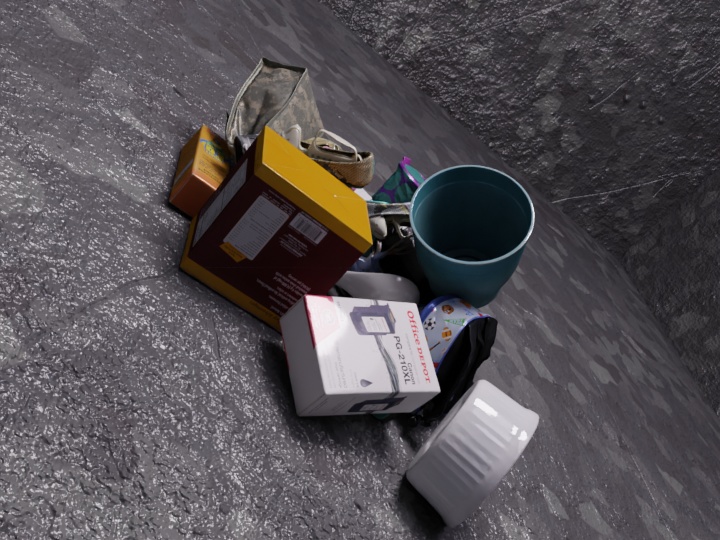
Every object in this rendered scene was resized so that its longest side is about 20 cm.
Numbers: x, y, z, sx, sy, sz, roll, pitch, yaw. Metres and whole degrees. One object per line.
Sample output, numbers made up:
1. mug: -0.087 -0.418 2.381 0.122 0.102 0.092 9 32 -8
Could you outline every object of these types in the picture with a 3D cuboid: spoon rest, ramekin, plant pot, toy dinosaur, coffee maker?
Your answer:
1. spoon rest: 0.000 0.035 1.259 0.197 0.100 0.061 8 46 -11
2. ramekin: 0.152 0.252 1.092 0.097 0.201 0.200 39 21 9
3. plant pot: 0.179 -0.037 1.297 0.189 0.198 0.201 86 -22 -55
4. toy dinosaur: 0.000 0.000 1.322 0.182 0.199 0.105 50 2 -5
5. coffee maker: 0.111 0.010 1.458 0.201 0.134 0.192 57 -3 25

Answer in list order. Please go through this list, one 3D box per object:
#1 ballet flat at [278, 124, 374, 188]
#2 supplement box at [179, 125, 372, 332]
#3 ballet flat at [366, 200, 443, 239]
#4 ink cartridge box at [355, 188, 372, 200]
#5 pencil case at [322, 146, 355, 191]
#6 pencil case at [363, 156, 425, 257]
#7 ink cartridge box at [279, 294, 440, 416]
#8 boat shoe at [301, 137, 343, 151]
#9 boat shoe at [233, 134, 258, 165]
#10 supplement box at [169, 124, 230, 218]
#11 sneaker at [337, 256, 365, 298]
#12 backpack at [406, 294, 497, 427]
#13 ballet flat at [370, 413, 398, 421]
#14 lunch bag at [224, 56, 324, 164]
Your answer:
1. ballet flat: -0.073 -0.181 1.168 0.197 0.076 0.068 12 34 -3
2. supplement box: -0.121 -0.054 1.123 0.196 0.200 0.133 35 23 -23
3. ballet flat: 0.056 -0.090 1.363 0.197 0.073 0.072 -1 37 -10
4. ink cartridge box: -0.061 -0.134 1.470 0.200 0.116 0.067 45 17 2
5. pencil case: -0.090 -0.111 1.274 0.086 0.200 0.083 28 28 -36
6. pencil case: 0.046 -0.123 1.531 0.085 0.200 0.093 23 31 -40
7. ink cartridge box: 0.000 0.121 1.086 0.198 0.084 0.147 5 58 -35
8. boat shoe: -0.082 -0.191 1.318 0.063 0.074 0.200 23 11 33
9. boat shoe: -0.171 -0.113 1.219 0.067 0.203 0.073 -6 12 -37
10. supplement box: -0.256 -0.160 1.248 0.066 0.069 0.201 35 21 -25
11. sneaker: 0.013 0.048 1.355 0.200 0.074 0.079 48 28 6
12. backpack: 0.129 0.134 1.252 0.154 0.192 0.199 38 19 23
13. ballet flat: 0.000 0.141 1.190 0.202 0.068 0.068 62 16 13
14. lunch bag: -0.161 -0.234 1.344 0.116 0.202 0.165 18 -26 20
